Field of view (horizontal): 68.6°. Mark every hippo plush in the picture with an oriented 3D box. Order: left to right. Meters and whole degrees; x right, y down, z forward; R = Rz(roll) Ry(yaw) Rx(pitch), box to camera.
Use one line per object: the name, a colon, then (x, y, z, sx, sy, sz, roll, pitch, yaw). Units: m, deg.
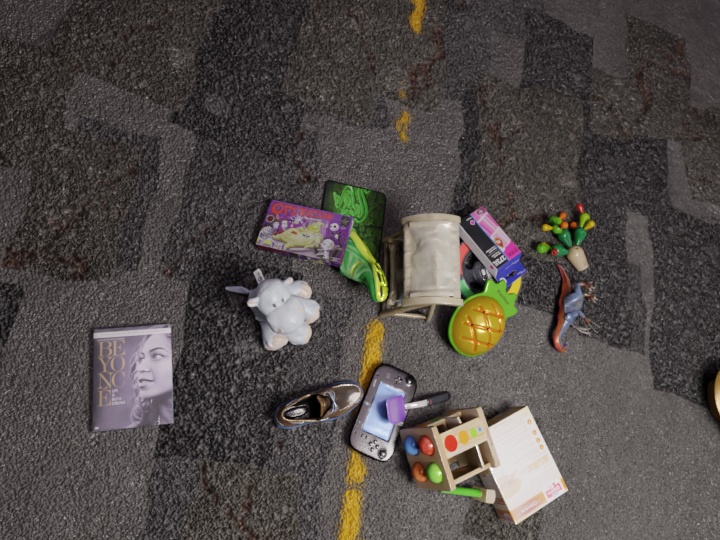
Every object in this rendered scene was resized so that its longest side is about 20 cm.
hippo plush: (-0.161, 0.061, 1.106, 0.159, 0.161, 0.200, -32, 84, -22)

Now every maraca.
maraca: (0.287, 0.112, 1.239, 0.200, 0.107, 0.137, -46, 109, -9)

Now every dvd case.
dvd case: (-0.454, 0.211, 1.055, 0.148, 0.016, 0.201, -2, 74, -16)

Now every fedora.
fedora: (0.977, 0.344, 1.386, 0.200, 0.082, 0.202, 4, 77, -18)

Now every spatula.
spatula: (0.132, 0.294, 1.163, 0.199, 0.021, 0.057, -3, 84, -36)

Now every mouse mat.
mouse mat: (-0.020, -0.116, 1.285, 0.160, 0.008, 0.201, 11, 70, -12)

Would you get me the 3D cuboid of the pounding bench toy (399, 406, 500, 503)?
pounding bench toy: (0.190, 0.409, 1.100, 0.155, 0.124, 0.201, -12, 79, -32)

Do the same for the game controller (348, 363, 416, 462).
game controller: (0.050, 0.307, 1.152, 0.104, 0.042, 0.201, 28, 67, -12)

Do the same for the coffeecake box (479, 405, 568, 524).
coffeecake box: (0.343, 0.430, 1.182, 0.153, 0.073, 0.201, -21, 80, -21)

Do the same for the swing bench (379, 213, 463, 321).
swing bench: (0.133, -0.003, 1.188, 0.129, 0.200, 0.200, 6, 72, -14)

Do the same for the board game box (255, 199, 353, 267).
board game box: (-0.126, -0.085, 1.202, 0.199, 0.032, 0.121, 12, 65, 8)

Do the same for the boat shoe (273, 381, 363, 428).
boat shoe: (-0.080, 0.285, 1.107, 0.199, 0.072, 0.073, -18, 79, -20)

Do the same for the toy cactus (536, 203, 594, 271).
toy cactus: (0.559, -0.079, 1.401, 0.200, 0.102, 0.165, -34, 95, -31)

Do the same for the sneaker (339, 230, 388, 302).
sneaker: (0.000, 0.000, 1.199, 0.083, 0.074, 0.200, -36, 55, 9)

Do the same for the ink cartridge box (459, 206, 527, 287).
ink cartridge box: (0.329, -0.059, 1.315, 0.095, 0.037, 0.200, -32, 79, -26)

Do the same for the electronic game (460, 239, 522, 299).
electronic game: (0.316, 0.006, 1.324, 0.199, 0.042, 0.201, 4, 73, -15)

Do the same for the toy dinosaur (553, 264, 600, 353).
toy dinosaur: (0.531, 0.114, 1.355, 0.181, 0.105, 0.200, -40, 49, -10)
